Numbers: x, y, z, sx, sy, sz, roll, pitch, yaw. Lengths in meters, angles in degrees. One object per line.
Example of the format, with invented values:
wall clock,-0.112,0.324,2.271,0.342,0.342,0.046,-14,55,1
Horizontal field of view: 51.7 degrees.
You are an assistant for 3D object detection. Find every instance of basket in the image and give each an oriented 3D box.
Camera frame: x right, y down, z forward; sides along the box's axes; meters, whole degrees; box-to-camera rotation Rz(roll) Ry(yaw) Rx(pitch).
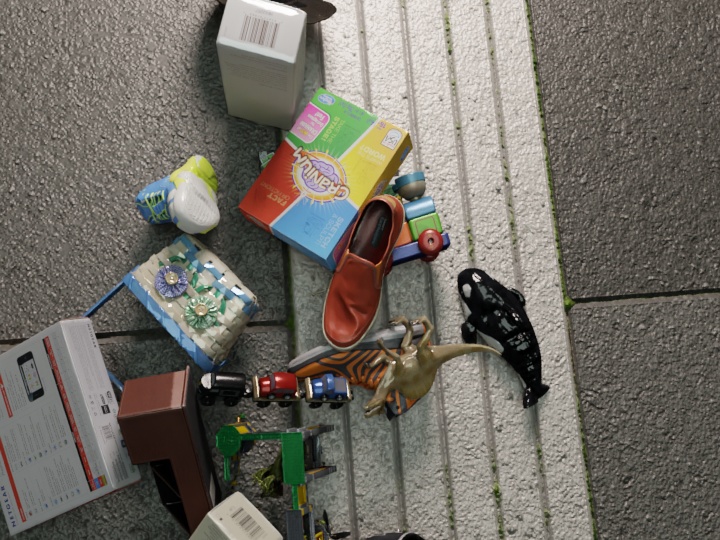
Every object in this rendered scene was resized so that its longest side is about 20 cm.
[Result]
basket,-0.236,0.066,0.918,0.176,0.139,0.201,41,87,3

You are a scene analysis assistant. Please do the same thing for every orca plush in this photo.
orca plush,0.195,0.084,0.997,0.102,0.071,0.205,-16,81,-9

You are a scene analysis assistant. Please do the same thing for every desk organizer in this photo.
desk organizer,-0.219,0.221,0.871,0.075,0.072,0.205,-9,119,-4

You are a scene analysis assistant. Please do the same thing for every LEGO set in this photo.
LEGO set,-0.095,0.273,0.929,0.150,0.115,0.206,-16,79,20

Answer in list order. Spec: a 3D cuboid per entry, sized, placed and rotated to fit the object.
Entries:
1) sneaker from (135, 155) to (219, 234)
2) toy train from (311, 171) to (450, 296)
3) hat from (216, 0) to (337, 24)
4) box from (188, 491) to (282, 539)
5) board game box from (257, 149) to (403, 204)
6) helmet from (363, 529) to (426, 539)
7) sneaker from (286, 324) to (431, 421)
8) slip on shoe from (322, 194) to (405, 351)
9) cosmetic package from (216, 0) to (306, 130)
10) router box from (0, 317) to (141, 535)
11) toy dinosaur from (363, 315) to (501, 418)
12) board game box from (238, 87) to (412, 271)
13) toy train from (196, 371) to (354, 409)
sneaker,-0.234,-0.078,0.935,0.103,0.201,0.077,-28,110,6
toy train,0.013,-0.051,0.994,0.195,0.085,0.119,-17,83,1
hat,-0.133,-0.346,1.032,0.195,0.083,0.203,9,34,-6
box,-0.178,0.360,0.854,0.082,0.068,0.202,40,109,13
board game box,-0.041,-0.122,1.036,0.194,0.023,0.108,-7,82,-8
helmet,0.045,0.407,0.857,0.187,0.200,0.204,25,77,8
sneaker,0.007,0.143,0.962,0.194,0.078,0.115,-13,80,-9
slip on shoe,0.000,0.000,0.917,0.072,0.061,0.205,21,88,15
cosmetic package,-0.124,-0.262,0.961,0.099,0.200,0.076,14,78,-4
router box,-0.370,0.185,0.884,0.176,0.049,0.205,-25,81,21
toy dinosaur,0.074,0.109,0.940,0.196,0.058,0.103,-26,105,-16
board game box,-0.045,-0.123,0.978,0.151,0.040,0.203,28,78,21
toy train,-0.097,0.141,0.889,0.195,0.046,0.035,5,44,-20
